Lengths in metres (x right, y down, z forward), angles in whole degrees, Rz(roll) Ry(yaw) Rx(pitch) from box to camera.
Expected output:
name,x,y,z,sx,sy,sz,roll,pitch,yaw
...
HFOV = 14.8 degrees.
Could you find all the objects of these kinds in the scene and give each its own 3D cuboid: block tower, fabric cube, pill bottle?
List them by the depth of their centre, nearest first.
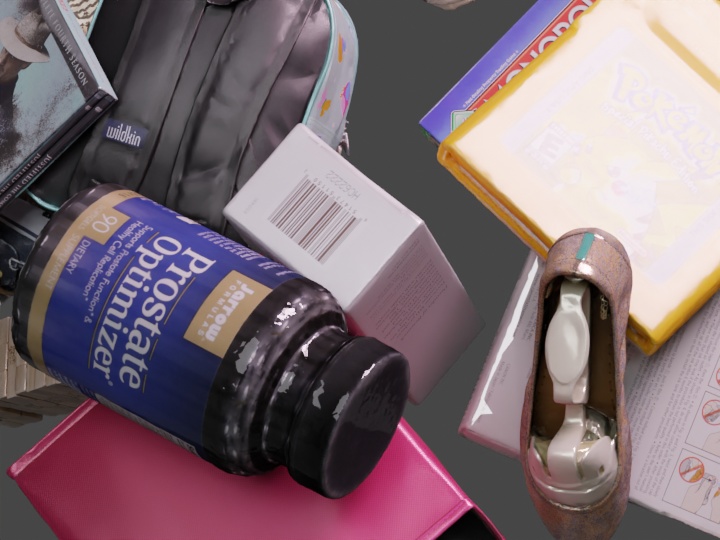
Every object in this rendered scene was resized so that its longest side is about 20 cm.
name,x,y,z,sx,sy,sz,roll,pitch,yaw
pill bottle,-0.078,0.041,1.479,0.199,0.112,0.112,26,80,22
fabric cube,-0.047,0.150,1.601,0.196,0.200,0.199,-42,66,-2
block tower,-0.170,0.051,1.683,0.199,0.054,0.058,-19,65,44

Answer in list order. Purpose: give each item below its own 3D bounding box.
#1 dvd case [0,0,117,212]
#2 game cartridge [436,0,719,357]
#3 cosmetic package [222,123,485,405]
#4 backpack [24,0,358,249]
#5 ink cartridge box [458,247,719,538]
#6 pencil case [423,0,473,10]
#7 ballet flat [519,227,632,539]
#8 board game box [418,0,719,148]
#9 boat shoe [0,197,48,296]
name,x,y,z,sx,sy,sz,roll,pitch,yaw
dvd case,-0.246,-0.087,1.707,0.200,0.022,0.146,-41,49,13
game cartridge,0.174,-0.074,1.648,0.176,0.032,0.200,43,69,10
cosmetic package,0.000,0.000,1.635,0.101,0.200,0.071,39,84,21
backpack,-0.091,-0.104,1.713,0.175,0.153,0.201,19,93,18
ink cartridge box,0.179,0.061,1.659,0.199,0.050,0.162,23,85,-1
pencil case,0.036,-0.265,1.728,0.078,0.089,0.201,-17,106,39
ballet flat,0.119,0.076,1.580,0.068,0.067,0.201,2,109,14
board game box,0.152,-0.116,1.730,0.200,0.029,0.135,-46,69,-4
boat shoe,-0.238,-0.004,1.760,0.200,0.071,0.091,29,83,15
